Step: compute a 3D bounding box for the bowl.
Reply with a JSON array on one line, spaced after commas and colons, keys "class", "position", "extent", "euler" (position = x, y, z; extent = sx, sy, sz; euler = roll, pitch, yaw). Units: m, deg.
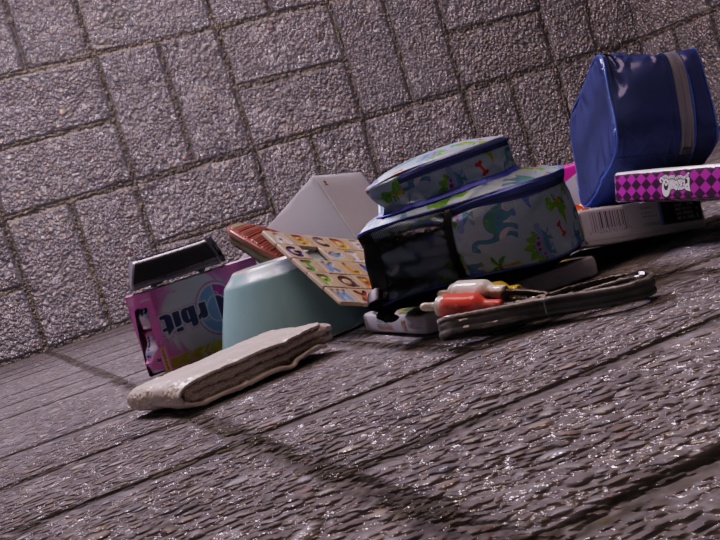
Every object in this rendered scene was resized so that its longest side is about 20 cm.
[{"class": "bowl", "position": [-0.093, 0.037, 1.267], "extent": [0.199, 0.106, 0.201], "euler": [-17, 5, 1]}]

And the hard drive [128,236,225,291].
[{"class": "hard drive", "position": [-0.254, -0.009, 1.382], "extent": [0.134, 0.043, 0.200], "euler": [-18, 3, -8]}]

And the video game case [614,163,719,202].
[{"class": "video game case", "position": [0.386, -0.089, 1.003], "extent": [0.180, 0.036, 0.200], "euler": [-4, 4, -22]}]

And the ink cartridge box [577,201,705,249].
[{"class": "ink cartridge box", "position": [0.250, -0.043, 1.152], "extent": [0.197, 0.044, 0.199], "euler": [-10, -2, -34]}]

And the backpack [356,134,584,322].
[{"class": "backpack", "position": [0.108, -0.052, 0.988], "extent": [0.199, 0.148, 0.183], "euler": [-12, 7, 20]}]

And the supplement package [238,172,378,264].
[{"class": "supplement package", "position": [-0.060, -0.035, 1.473], "extent": [0.117, 0.118, 0.200], "euler": [-11, -28, -52]}]

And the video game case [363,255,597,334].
[{"class": "video game case", "position": [0.121, 0.027, 1.070], "extent": [0.199, 0.023, 0.182], "euler": [-18, 3, -18]}]

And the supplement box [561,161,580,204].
[{"class": "supplement box", "position": [0.347, -0.117, 1.516], "extent": [0.199, 0.102, 0.103], "euler": [-14, 5, 34]}]

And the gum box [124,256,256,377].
[{"class": "gum box", "position": [-0.221, 0.063, 1.392], "extent": [0.066, 0.114, 0.199], "euler": [-14, 5, 46]}]

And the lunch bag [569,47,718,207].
[{"class": "lunch bag", "position": [0.325, -0.156, 1.156], "extent": [0.131, 0.137, 0.200], "euler": [-4, -18, -2]}]

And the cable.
[{"class": "cable", "position": [0.138, 0.020, 0.835], "extent": [0.199, 0.051, 0.097], "euler": [-16, -2, 40]}]

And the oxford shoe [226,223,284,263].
[{"class": "oxford shoe", "position": [-0.111, 0.000, 1.397], "extent": [0.199, 0.074, 0.071], "euler": [32, 30, 22]}]

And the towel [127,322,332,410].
[{"class": "towel", "position": [-0.133, 0.102, 1.050], "extent": [0.199, 0.035, 0.132], "euler": [-22, 4, -37]}]

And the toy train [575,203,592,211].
[{"class": "toy train", "position": [0.333, -0.077, 1.321], "extent": [0.199, 0.056, 0.150], "euler": [-14, 3, 43]}]

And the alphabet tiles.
[{"class": "alphabet tiles", "position": [0.000, 0.000, 1.230], "extent": [0.199, 0.008, 0.167], "euler": [3, 27, -44]}]
